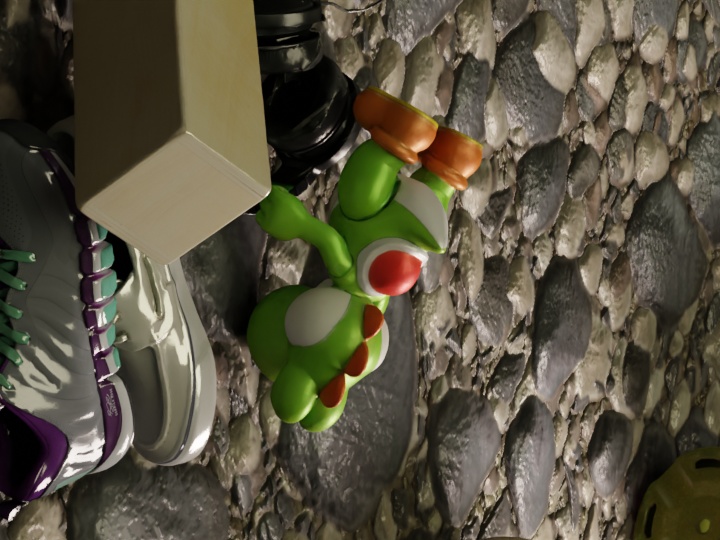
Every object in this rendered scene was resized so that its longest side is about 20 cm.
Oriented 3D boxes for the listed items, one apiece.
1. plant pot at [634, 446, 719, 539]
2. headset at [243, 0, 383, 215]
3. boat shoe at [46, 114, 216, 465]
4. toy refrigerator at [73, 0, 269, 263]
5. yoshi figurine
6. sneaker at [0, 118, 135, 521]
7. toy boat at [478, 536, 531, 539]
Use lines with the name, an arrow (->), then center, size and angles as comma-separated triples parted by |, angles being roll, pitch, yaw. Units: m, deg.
plant pot -> 0.329, 0.235, 1.846 | 0.184, 0.199, 0.202 | 27, 68, -42
headset -> -0.032, -0.119, 1.331 | 0.200, 0.094, 0.124 | -50, 133, -29
boat shoe -> -0.130, 0.012, 1.207 | 0.066, 0.072, 0.202 | -18, 106, -51
toy refrigerator -> -0.099, -0.107, 1.159 | 0.070, 0.076, 0.201 | 36, 33, -37
yoshi figurine -> -0.012, -0.006, 1.343 | 0.112, 0.112, 0.201 | 52, 63, -87
sneaker -> -0.172, 0.027, 1.140 | 0.087, 0.074, 0.201 | -36, 121, -45
toy boat -> 0.094, 0.288, 1.546 | 0.131, 0.130, 0.201 | 99, 16, -54
